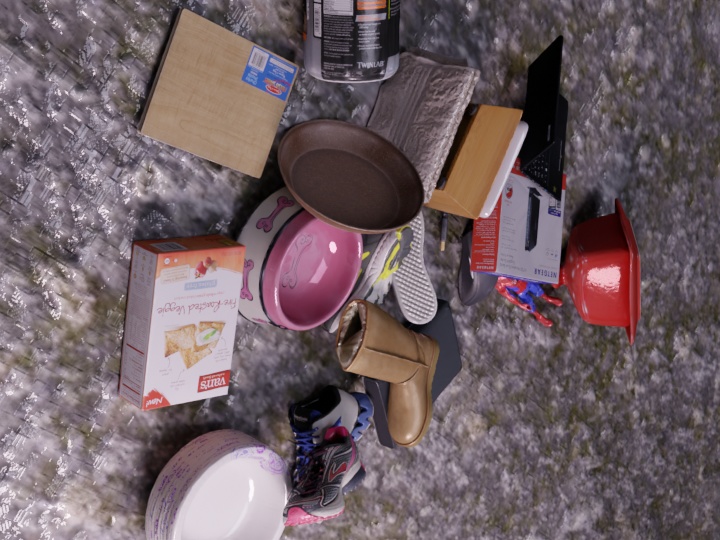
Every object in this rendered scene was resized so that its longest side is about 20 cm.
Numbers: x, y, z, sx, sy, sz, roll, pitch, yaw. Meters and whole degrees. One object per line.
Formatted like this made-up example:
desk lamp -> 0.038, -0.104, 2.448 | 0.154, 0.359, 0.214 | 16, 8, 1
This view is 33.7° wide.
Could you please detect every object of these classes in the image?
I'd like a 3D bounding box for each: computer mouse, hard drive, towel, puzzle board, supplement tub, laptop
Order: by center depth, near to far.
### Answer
puzzle board -> -0.169, -0.209, 1.430 | 0.200, 0.017, 0.152 | 18, 92, -49
supplement tub -> -0.011, -0.340, 1.458 | 0.122, 0.122, 0.201 | -20, 120, -40
towel -> 0.073, -0.198, 1.600 | 0.034, 0.132, 0.201 | 19, 92, -52
laptop -> 0.303, -0.227, 1.807 | 0.200, 0.103, 0.178 | 28, 63, -48
hard drive -> 0.084, 0.156, 1.817 | 0.200, 0.033, 0.140 | -44, 134, -36
computer mouse -> 0.174, -0.030, 1.841 | 0.140, 0.046, 0.201 | -13, 116, -45

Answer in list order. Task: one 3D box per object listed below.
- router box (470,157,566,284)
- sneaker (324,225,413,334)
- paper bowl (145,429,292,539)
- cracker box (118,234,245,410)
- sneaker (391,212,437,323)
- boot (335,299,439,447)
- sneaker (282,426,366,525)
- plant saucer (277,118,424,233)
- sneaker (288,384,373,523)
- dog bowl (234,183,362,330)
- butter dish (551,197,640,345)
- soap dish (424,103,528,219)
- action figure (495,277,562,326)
router box -> 0.249, -0.077, 1.856 | 0.200, 0.049, 0.181 | 8, 85, -52
sneaker -> 0.000, 0.000, 1.658 | 0.074, 0.085, 0.201 | -4, 132, -55
paper bowl -> -0.194, 0.305, 1.557 | 0.200, 0.104, 0.202 | -21, 121, -39
cracker box -> -0.219, 0.062, 1.462 | 0.134, 0.058, 0.201 | -7, 112, -45
sneaker -> 0.061, -0.024, 1.722 | 0.072, 0.114, 0.202 | -9, 93, 1
boot -> 0.030, 0.147, 1.663 | 0.200, 0.066, 0.176 | 26, 69, -54
sneaker -> -0.057, 0.277, 1.578 | 0.200, 0.080, 0.075 | -46, 122, -67
plant saucer -> -0.016, -0.113, 1.522 | 0.200, 0.201, 0.037 | -20, 151, -40
sneaker -> -0.068, 0.247, 1.694 | 0.115, 0.080, 0.200 | 37, 73, -44
dog bowl -> -0.077, -0.011, 1.551 | 0.200, 0.074, 0.201 | -31, 133, -39
butter dish -> 0.396, 0.003, 2.027 | 0.200, 0.147, 0.200 | -82, 167, -59
soap dish -> 0.138, -0.160, 1.649 | 0.081, 0.200, 0.158 | 23, 91, -20
action figure -> 0.275, 0.032, 1.978 | 0.200, 0.052, 0.066 | 34, 85, -46
